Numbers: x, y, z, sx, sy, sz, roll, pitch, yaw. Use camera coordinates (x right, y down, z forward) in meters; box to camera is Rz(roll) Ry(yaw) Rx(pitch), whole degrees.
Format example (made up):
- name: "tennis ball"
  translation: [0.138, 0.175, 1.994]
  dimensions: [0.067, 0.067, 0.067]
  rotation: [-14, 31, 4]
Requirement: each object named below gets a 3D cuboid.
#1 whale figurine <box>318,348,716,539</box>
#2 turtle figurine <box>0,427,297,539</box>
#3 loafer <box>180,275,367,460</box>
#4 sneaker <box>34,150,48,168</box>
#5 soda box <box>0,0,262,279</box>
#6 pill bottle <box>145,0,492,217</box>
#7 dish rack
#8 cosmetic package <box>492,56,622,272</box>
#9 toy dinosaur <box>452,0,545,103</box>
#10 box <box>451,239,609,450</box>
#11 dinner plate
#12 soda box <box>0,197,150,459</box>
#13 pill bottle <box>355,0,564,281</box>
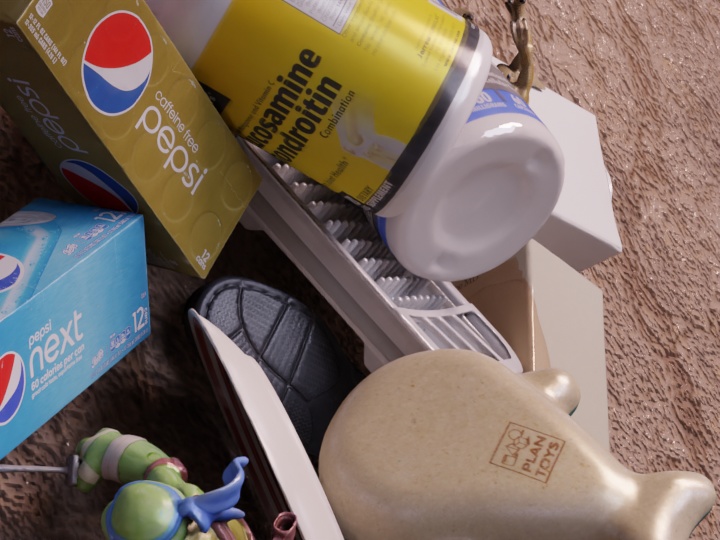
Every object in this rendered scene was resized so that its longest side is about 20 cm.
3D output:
- name: "whale figurine"
  translation: [0.077, 0.121, 1.186]
  dimensions: [0.104, 0.198, 0.160]
  rotation: [85, 26, -46]
- name: "turtle figurine"
  translation: [-0.112, 0.157, 1.096]
  dimensions: [0.144, 0.199, 0.194]
  rotation: [58, 3, 38]
- name: "loafer"
  translation: [-0.029, 0.072, 1.303]
  dimensions: [0.200, 0.063, 0.072]
  rotation: [37, 70, -28]
- name: "sneaker"
  translation: [-0.135, -0.133, 1.290]
  dimensions: [0.140, 0.078, 0.199]
  rotation: [50, 40, 12]
- name: "soda box"
  translation: [-0.125, -0.084, 1.142]
  dimensions: [0.068, 0.064, 0.200]
  rotation: [-59, 142, -23]
- name: "pill bottle"
  translation: [-0.040, -0.121, 1.202]
  dimensions: [0.199, 0.112, 0.112]
  rotation: [30, 40, -8]
- name: "dish rack"
  translation: [0.000, 0.000, 1.328]
  dimensions: [0.200, 0.044, 0.172]
  rotation: [49, 13, 11]
- name: "cosmetic package"
  translation: [0.078, -0.073, 1.527]
  dimensions: [0.199, 0.081, 0.114]
  rotation: [27, 46, -44]
- name: "toy dinosaur"
  translation: [0.088, -0.116, 1.444]
  dimensions: [0.200, 0.058, 0.102]
  rotation: [-88, 168, -68]
- name: "box"
  translation: [0.094, 0.091, 1.417]
  dimensions: [0.078, 0.095, 0.201]
  rotation: [35, 40, -35]
- name: "dinner plate"
  translation: [-0.037, 0.108, 1.168]
  dimensions: [0.201, 0.024, 0.200]
  rotation: [62, -9, 18]
- name: "soda box"
  translation: [-0.172, 0.034, 1.087]
  dimensions: [0.200, 0.064, 0.068]
  rotation: [-44, 138, -57]
- name: "pill bottle"
  translation: [0.024, -0.098, 1.360]
  dimensions: [0.113, 0.114, 0.200]
  rotation: [20, 26, -47]
